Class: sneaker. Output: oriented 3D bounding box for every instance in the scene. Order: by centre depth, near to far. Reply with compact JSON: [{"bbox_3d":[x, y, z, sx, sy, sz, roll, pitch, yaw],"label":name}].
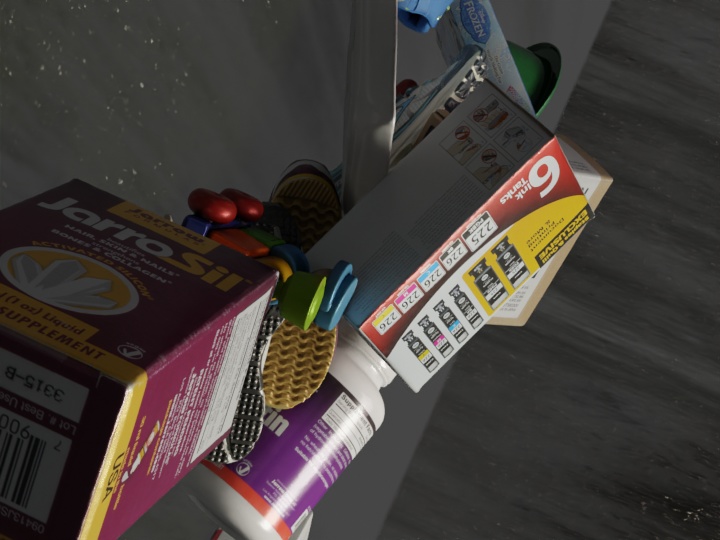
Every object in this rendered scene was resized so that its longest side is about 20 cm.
[{"bbox_3d":[-0.097,0.041,1.238,0.080,0.073,0.202,-128,-127,-69],"label":"sneaker"},{"bbox_3d":[-0.049,0.011,1.311,0.090,0.074,0.202,-89,-170,-70],"label":"sneaker"},{"bbox_3d":[0.033,-0.125,1.411,0.200,0.086,0.078,-51,159,-6],"label":"sneaker"},{"bbox_3d":[0.067,-0.266,1.413,0.105,0.076,0.200,-57,167,20],"label":"sneaker"}]

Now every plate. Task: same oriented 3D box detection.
[{"bbox_3d":[0.006,-0.138,1.278,0.200,0.032,0.202,96,-4,-58],"label":"plate"}]

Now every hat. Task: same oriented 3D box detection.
[{"bbox_3d":[0.122,-0.249,1.884,0.199,0.176,0.167,-12,-133,54],"label":"hat"}]

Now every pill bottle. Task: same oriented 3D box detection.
[{"bbox_3d":[-0.057,0.134,1.378,0.200,0.112,0.113,-50,166,-16],"label":"pill bottle"}]

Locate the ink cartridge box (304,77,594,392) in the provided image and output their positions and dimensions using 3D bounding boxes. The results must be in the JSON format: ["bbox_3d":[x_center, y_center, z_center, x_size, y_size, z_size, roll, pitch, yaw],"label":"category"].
[{"bbox_3d":[0.076,-0.015,1.244,0.200,0.084,0.176,-44,147,-2],"label":"ink cartridge box"}]

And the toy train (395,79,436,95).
[{"bbox_3d":[0.040,-0.115,1.548,0.116,0.085,0.200,-50,169,-2],"label":"toy train"}]

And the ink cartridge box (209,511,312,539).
[{"bbox_3d":[-0.123,0.339,1.692,0.201,0.083,0.146,102,14,-50],"label":"ink cartridge box"}]

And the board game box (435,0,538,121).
[{"bbox_3d":[0.124,-0.181,1.587,0.200,0.043,0.201,72,-1,-76],"label":"board game box"}]

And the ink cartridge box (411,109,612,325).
[{"bbox_3d":[0.105,-0.040,1.406,0.199,0.075,0.166,4,123,-49],"label":"ink cartridge box"}]

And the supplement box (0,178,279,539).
[{"bbox_3d":[-0.137,0.043,0.773,0.200,0.130,0.104,-43,154,-70],"label":"supplement box"}]

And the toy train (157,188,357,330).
[{"bbox_3d":[-0.075,0.004,1.074,0.200,0.115,0.085,-14,127,-78],"label":"toy train"}]
